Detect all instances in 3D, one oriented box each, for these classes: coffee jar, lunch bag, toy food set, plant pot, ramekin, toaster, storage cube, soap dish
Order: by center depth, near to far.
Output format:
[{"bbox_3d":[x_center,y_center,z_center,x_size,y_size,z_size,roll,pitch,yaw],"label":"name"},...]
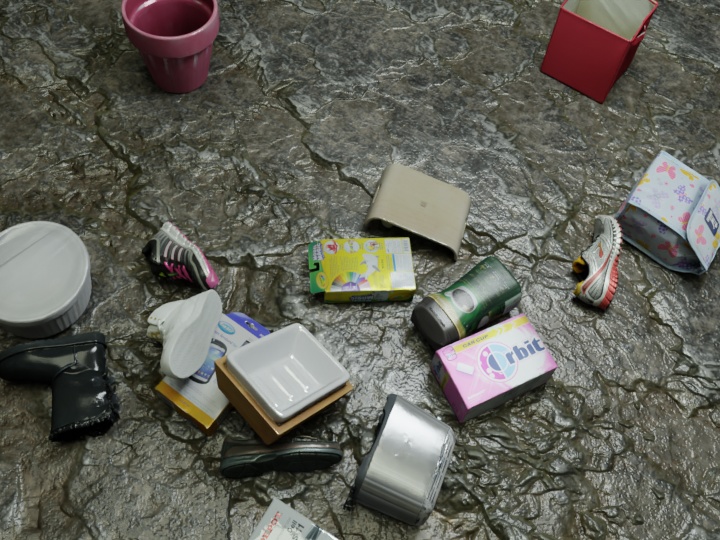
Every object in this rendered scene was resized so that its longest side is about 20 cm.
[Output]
[{"bbox_3d":[0.066,0.305,1.171,0.126,0.115,0.203,22,56,7],"label":"toaster"},{"bbox_3d":[-0.124,0.181,1.211,0.157,0.082,0.198,42,33,19],"label":"soap dish"},{"bbox_3d":[-0.563,0.023,1.303,0.196,0.095,0.207,2,58,-4],"label":"ramekin"},{"bbox_3d":[0.189,0.065,1.351,0.197,0.086,0.105,-30,66,-23],"label":"coffee jar"},{"bbox_3d":[0.628,-0.110,1.483,0.199,0.128,0.170,38,63,10],"label":"lunch bag"},{"bbox_3d":[0.118,-0.114,1.484,0.196,0.061,0.146,22,57,-1],"label":"toy food set"},{"bbox_3d":[-0.396,-0.490,1.595,0.194,0.181,0.204,3,57,-4],"label":"plant pot"},{"bbox_3d":[0.539,-0.534,1.710,0.197,0.181,0.172,31,60,16],"label":"storage cube"}]

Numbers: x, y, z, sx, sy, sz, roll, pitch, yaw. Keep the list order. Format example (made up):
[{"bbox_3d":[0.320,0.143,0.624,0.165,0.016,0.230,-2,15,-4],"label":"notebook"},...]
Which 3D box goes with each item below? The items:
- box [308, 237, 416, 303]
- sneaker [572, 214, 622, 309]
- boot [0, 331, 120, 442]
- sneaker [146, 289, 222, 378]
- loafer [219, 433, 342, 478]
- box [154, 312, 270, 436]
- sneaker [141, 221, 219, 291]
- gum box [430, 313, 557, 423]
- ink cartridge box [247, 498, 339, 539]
[{"bbox_3d":[0.000,0.000,1.399,0.194,0.049,0.120,0,58,-8],"label":"box"},{"bbox_3d":[0.453,-0.027,1.440,0.080,0.079,0.204,14,57,6],"label":"sneaker"},{"bbox_3d":[-0.491,0.197,1.216,0.193,0.074,0.166,-11,62,-13],"label":"boot"},{"bbox_3d":[-0.313,0.116,1.252,0.113,0.075,0.201,-14,28,19],"label":"sneaker"},{"bbox_3d":[-0.127,0.283,1.195,0.194,0.073,0.064,-5,51,-6],"label":"loafer"},{"bbox_3d":[-0.239,0.166,1.276,0.118,0.042,0.201,31,58,14],"label":"box"},{"bbox_3d":[-0.329,-0.009,1.349,0.087,0.075,0.199,-40,51,-16],"label":"sneaker"},{"bbox_3d":[0.235,0.166,1.302,0.196,0.067,0.115,-20,63,-18],"label":"gum box"},{"bbox_3d":[-0.083,0.451,1.080,0.197,0.084,0.148,28,58,13],"label":"ink cartridge box"}]
